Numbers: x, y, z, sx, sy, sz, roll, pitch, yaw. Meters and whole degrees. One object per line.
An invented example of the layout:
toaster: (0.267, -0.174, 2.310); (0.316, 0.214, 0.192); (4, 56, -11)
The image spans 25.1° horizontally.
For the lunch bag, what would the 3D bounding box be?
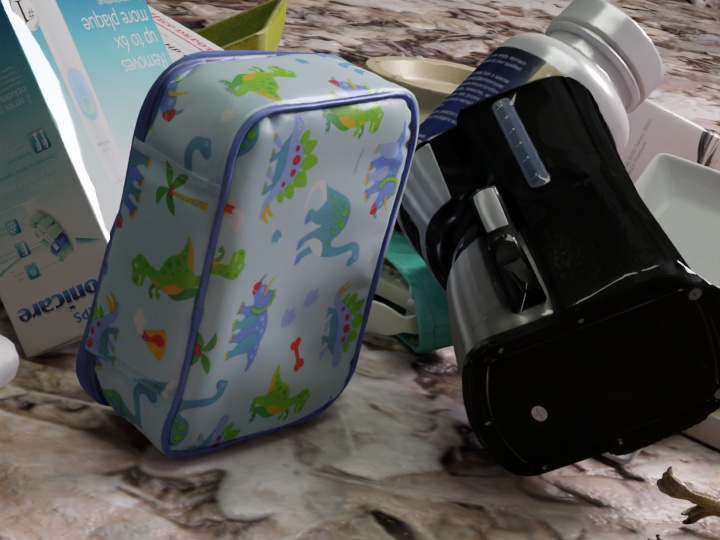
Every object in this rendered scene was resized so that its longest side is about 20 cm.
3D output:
lunch bag: (-0.052, -0.011, 0.825); (0.082, 0.200, 0.161); (31, 28, 32)

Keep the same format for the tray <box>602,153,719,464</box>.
tray: (0.170, 0.021, 0.957); (0.107, 0.022, 0.200); (25, 67, 35)

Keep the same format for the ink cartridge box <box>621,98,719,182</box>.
ink cartridge box: (0.245, -0.063, 1.211); (0.200, 0.084, 0.145); (26, 6, -5)

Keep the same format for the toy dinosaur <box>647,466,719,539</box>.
toy dinosaur: (0.209, 0.132, 0.793); (0.200, 0.058, 0.101); (-12, 42, -32)

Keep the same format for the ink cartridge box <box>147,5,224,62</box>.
ink cartridge box: (-0.170, -0.137, 1.149); (0.116, 0.067, 0.200); (32, 30, 25)

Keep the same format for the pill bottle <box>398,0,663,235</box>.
pill bottle: (0.107, -0.086, 1.073); (0.200, 0.111, 0.111); (-46, 42, -13)

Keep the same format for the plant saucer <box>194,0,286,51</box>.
plant saucer: (-0.152, -0.161, 1.370); (0.200, 0.048, 0.200); (-21, 15, 9)

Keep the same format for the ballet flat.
ballet flat: (0.000, 0.000, 1.046); (0.070, 0.067, 0.200); (-20, 30, -32)

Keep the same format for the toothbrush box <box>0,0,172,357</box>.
toothbrush box: (-0.162, -0.069, 0.935); (0.085, 0.200, 0.146); (-20, 3, 26)

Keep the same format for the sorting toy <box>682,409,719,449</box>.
sorting toy: (0.222, 0.034, 1.047); (0.199, 0.070, 0.200); (25, 23, 38)

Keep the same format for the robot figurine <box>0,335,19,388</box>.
robot figurine: (-0.225, 0.055, 0.668); (0.170, 0.113, 0.200); (-14, 11, 18)

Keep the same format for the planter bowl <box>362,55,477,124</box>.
planter bowl: (0.051, -0.082, 1.205); (0.200, 0.135, 0.200); (9, 19, -3)

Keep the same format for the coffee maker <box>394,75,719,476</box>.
coffee maker: (0.128, -0.004, 0.898); (0.192, 0.135, 0.200); (-2, 39, -11)
